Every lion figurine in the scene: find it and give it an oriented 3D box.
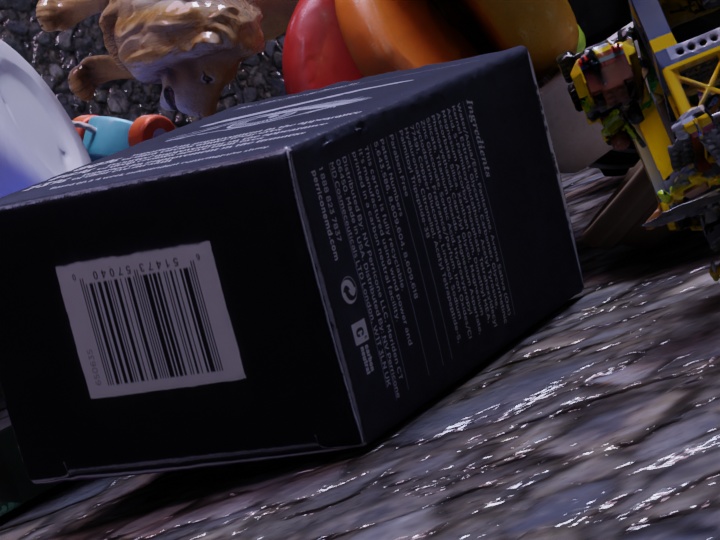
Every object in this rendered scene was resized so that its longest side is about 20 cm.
[{"bbox_3d":[-0.071,-0.126,1.021,0.122,0.073,0.200,-12,17,29],"label":"lion figurine"}]

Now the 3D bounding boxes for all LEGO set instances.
[{"bbox_3d":[0.173,-0.044,0.653,0.200,0.116,0.154,-18,-25,-1],"label":"LEGO set"}]

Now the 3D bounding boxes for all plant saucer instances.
[{"bbox_3d":[0.164,-0.083,0.884,0.200,0.029,0.200,-51,-4,-5],"label":"plant saucer"}]

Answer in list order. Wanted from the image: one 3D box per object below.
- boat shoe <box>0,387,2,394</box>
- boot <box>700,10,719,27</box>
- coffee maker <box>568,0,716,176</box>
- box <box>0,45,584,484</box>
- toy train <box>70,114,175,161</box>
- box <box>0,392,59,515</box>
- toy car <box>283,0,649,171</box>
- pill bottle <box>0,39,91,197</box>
[{"bbox_3d":[-0.244,0.060,1.064,0.200,0.071,0.091,-31,39,-28],"label":"boat shoe"},{"bbox_3d":[0.158,-0.205,1.041,0.200,0.068,0.131,35,87,39],"label":"boot"},{"bbox_3d":[0.175,-0.154,1.180,0.134,0.193,0.200,21,-4,-13],"label":"coffee maker"},{"bbox_3d":[-0.026,-0.006,0.798,0.148,0.105,0.200,-9,10,32],"label":"box"},{"bbox_3d":[-0.128,-0.042,1.116,0.150,0.056,0.200,12,-8,10],"label":"toy train"},{"bbox_3d":[-0.163,0.081,0.947,0.144,0.036,0.200,-18,7,38],"label":"box"},{"bbox_3d":[0.037,-0.107,0.968,0.150,0.175,0.200,-37,-1,8],"label":"toy car"},{"bbox_3d":[-0.229,-0.018,0.992,0.200,0.111,0.111,-30,3,12],"label":"pill bottle"}]
